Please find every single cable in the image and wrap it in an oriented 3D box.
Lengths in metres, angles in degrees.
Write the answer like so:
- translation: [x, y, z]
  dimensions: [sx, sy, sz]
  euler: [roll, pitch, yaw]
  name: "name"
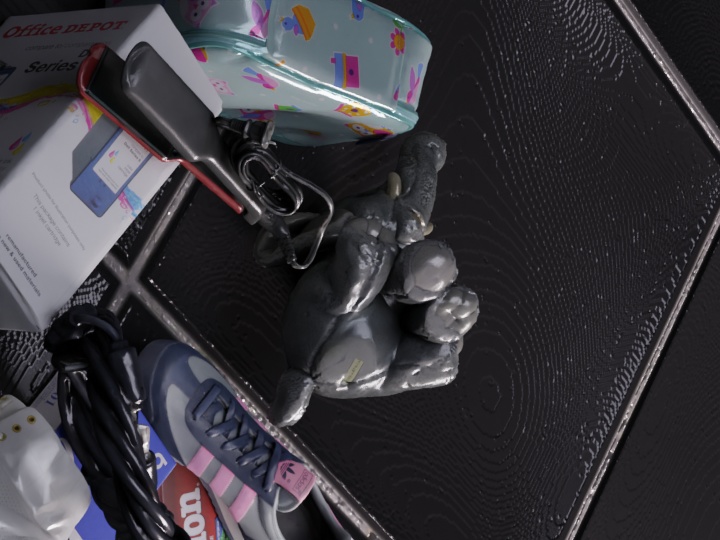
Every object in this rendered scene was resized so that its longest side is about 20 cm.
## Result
- translation: [-0.139, 0.101, 1.532]
  dimensions: [0.051, 0.200, 0.163]
  euler: [-22, 85, -13]
  name: "cable"

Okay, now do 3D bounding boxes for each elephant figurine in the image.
- translation: [0.000, 0.000, 1.795]
  dimensions: [0.155, 0.200, 0.142]
  euler: [0, 116, -15]
  name: "elephant figurine"

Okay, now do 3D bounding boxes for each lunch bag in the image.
- translation: [-0.063, -0.136, 1.690]
  dimensions: [0.200, 0.160, 0.077]
  euler: [20, 71, -40]
  name: "lunch bag"

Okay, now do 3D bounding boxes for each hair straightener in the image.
- translation: [-0.078, -0.063, 1.516]
  dimensions: [0.200, 0.077, 0.041]
  euler: [48, 56, -37]
  name: "hair straightener"

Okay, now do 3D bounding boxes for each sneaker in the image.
- translation: [-0.072, 0.120, 1.712]
  dimensions: [0.200, 0.082, 0.070]
  euler: [55, 53, -32]
  name: "sneaker"
- translation: [-0.252, 0.109, 1.534]
  dimensions: [0.200, 0.074, 0.116]
  euler: [41, 56, -18]
  name: "sneaker"

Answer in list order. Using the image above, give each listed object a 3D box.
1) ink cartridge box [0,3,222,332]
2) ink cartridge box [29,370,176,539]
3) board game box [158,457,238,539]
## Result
- translation: [-0.199, -0.063, 1.549]
  dimensions: [0.200, 0.145, 0.088]
  euler: [-52, 127, -33]
  name: "ink cartridge box"
- translation: [-0.203, 0.158, 1.624]
  dimensions: [0.200, 0.044, 0.094]
  euler: [-54, 129, -32]
  name: "ink cartridge box"
- translation: [-0.098, 0.218, 1.759]
  dimensions: [0.103, 0.019, 0.200]
  euler: [-8, 97, -46]
  name: "board game box"
